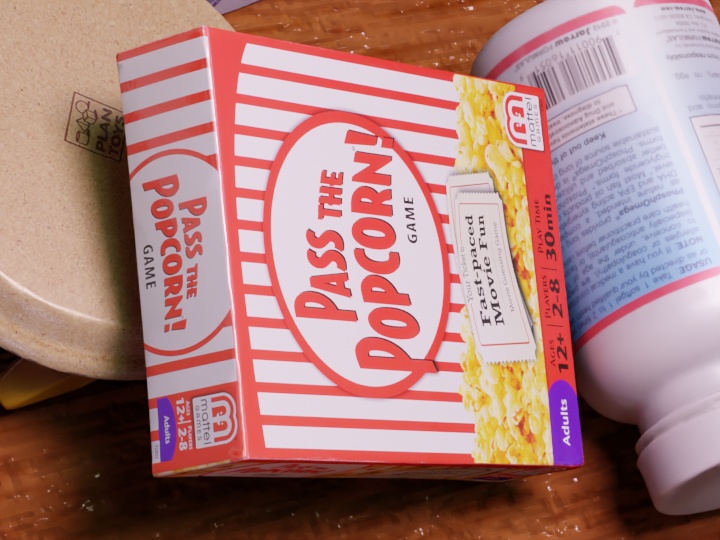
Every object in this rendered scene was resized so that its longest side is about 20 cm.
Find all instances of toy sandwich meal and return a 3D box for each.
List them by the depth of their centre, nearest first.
[{"bbox_3d":[-0.116,-0.035,1.068,0.204,0.070,0.206,16,58,-26],"label":"toy sandwich meal"}]

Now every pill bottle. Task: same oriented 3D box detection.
[{"bbox_3d":[0.122,-0.010,1.163,0.108,0.109,0.201,-6,67,-33],"label":"pill bottle"}]

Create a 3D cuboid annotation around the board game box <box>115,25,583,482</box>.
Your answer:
[{"bbox_3d":[0.000,0.000,1.062,0.200,0.046,0.152,5,76,-50],"label":"board game box"}]

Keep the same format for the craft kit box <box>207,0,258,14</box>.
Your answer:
[{"bbox_3d":[-0.072,-0.206,1.205,0.197,0.049,0.200,-22,76,-40],"label":"craft kit box"}]
